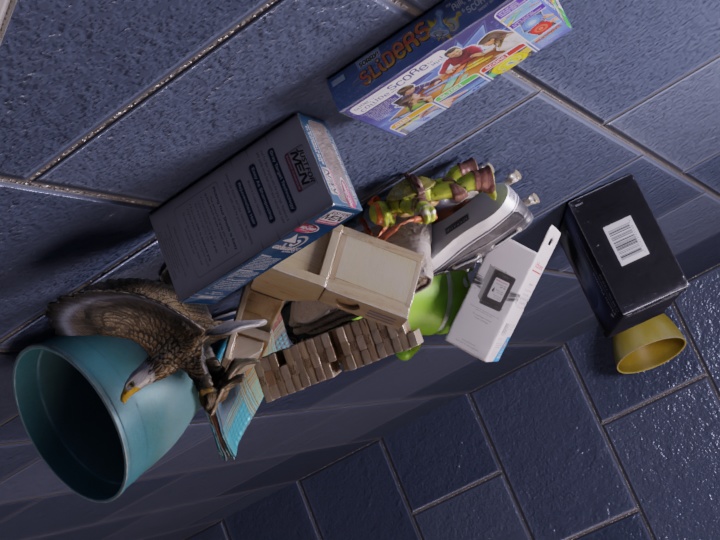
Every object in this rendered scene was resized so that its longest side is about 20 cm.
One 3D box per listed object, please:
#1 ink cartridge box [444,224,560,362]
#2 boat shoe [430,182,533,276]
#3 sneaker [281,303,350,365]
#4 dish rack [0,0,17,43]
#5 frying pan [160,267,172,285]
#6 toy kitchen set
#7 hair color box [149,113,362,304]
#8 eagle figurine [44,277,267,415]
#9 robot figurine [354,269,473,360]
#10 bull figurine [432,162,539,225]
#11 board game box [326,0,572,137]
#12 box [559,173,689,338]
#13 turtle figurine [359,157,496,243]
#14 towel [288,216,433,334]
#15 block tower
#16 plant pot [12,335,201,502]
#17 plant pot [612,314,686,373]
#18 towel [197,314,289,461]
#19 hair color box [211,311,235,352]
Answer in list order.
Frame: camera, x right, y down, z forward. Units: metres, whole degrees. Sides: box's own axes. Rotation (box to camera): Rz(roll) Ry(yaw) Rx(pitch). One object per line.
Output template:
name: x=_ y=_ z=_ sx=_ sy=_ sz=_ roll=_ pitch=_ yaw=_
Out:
ink cartridge box: x=0.196 y=0.020 z=1.574 sx=0.202 sy=0.066 sz=0.116 roll=-64 pitch=164 yaw=3
boat shoe: x=0.123 y=-0.029 z=1.422 sx=0.199 sy=0.072 sz=0.068 roll=-36 pitch=121 yaw=24
sneaker: x=-0.010 y=0.071 z=1.690 sx=0.197 sy=0.115 sz=0.076 roll=-26 pitch=167 yaw=0
dish rack: x=-0.266 y=-0.154 z=0.648 sx=0.170 sy=0.044 sz=0.200 roll=-15 pitch=164 yaw=-35
frying pan: x=-0.211 y=0.010 z=1.338 sx=0.188 sy=0.031 sz=0.115 roll=-24 pitch=164 yaw=-11
toy kitchen set: x=-0.055 y=0.060 z=1.329 sx=0.178 sy=0.165 sz=0.200 roll=19 pitch=156 yaw=-7
hair color box: x=-0.104 y=-0.055 z=1.125 sx=0.199 sy=0.101 sz=0.060 roll=-30 pitch=163 yaw=25
eagle figurine: x=-0.212 y=0.067 z=1.195 sx=0.151 sy=0.200 sz=0.152 roll=-47 pitch=-178 yaw=-41
robot figurine: x=0.066 y=0.031 z=1.610 sx=0.197 sy=0.178 sz=0.116 roll=2 pitch=-169 yaw=-22
bull figurine: x=0.155 y=-0.083 z=1.507 sx=0.121 sy=0.066 sz=0.199 roll=-36 pitch=163 yaw=31
board game box: x=0.083 y=-0.197 z=1.053 sx=0.198 sy=0.035 sz=0.135 roll=-30 pitch=163 yaw=22
box: x=0.419 y=-0.017 z=1.873 sx=0.122 sy=0.202 sz=0.199 roll=-23 pitch=165 yaw=-1
turtle figurine: x=0.070 y=-0.087 z=1.362 sx=0.159 sy=0.065 sz=0.200 roll=-20 pitch=-175 yaw=-12
towel: x=0.000 y=0.000 z=1.419 sx=0.198 sy=0.134 sz=0.035 roll=-23 pitch=128 yaw=21
block tower: x=-0.027 y=0.096 z=1.383 sx=0.197 sy=0.059 sz=0.054 roll=-20 pitch=180 yaw=11
plant pot: x=-0.279 y=0.141 z=1.382 sx=0.187 sy=0.201 sz=0.200 roll=-32 pitch=175 yaw=-43
plant pot: x=0.766 y=0.170 z=3.139 sx=0.197 sy=0.144 sz=0.201 roll=-13 pitch=152 yaw=-7
towel: x=-0.143 y=0.119 z=1.461 sx=0.021 sy=0.201 sz=0.148 roll=9 pitch=137 yaw=20
hair color box: x=-0.199 y=0.123 z=1.643 sx=0.099 sy=0.061 sz=0.200 roll=-16 pitch=163 yaw=-29
